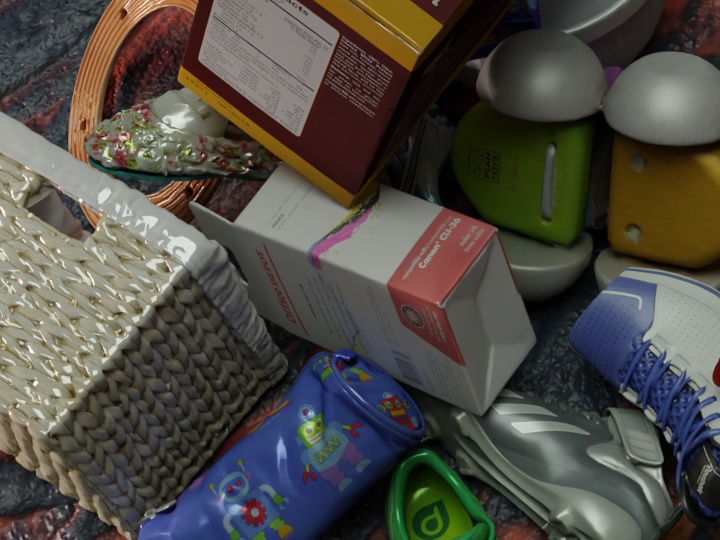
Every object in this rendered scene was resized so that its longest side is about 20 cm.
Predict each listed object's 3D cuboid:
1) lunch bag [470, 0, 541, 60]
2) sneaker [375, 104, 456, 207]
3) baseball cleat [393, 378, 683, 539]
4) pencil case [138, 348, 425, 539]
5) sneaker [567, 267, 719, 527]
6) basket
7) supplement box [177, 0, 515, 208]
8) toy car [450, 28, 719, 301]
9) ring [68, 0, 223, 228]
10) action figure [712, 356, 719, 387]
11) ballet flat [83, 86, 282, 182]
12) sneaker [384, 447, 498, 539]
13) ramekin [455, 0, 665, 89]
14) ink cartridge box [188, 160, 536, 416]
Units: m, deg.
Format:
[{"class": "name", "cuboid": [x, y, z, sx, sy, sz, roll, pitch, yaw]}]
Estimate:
[{"class": "lunch bag", "cuboid": [0.025, -0.204, 1.475, 0.198, 0.094, 0.151, -7, 61, -4]}, {"class": "sneaker", "cuboid": [0.029, -0.088, 1.536, 0.086, 0.078, 0.201, -7, 70, -1]}, {"class": "baseball cleat", "cuboid": [0.115, 0.104, 1.421, 0.106, 0.070, 0.200, -34, 63, -24]}, {"class": "pencil case", "cuboid": [-0.054, 0.133, 1.389, 0.200, 0.078, 0.087, -44, 86, 12]}, {"class": "sneaker", "cuboid": [0.207, 0.083, 1.352, 0.199, 0.081, 0.115, 34, 34, 14]}, {"class": "basket", "cuboid": [-0.183, 0.036, 1.436, 0.198, 0.200, 0.161, 30, 74, 25]}, {"class": "supplement box", "cuboid": [0.015, -0.182, 1.309, 0.132, 0.200, 0.198, 36, 66, 4]}, {"class": "toy car", "cuboid": [0.162, -0.071, 1.458, 0.199, 0.176, 0.150, 12, 31, 18]}, {"class": "ring", "cuboid": [-0.134, -0.114, 1.550, 0.200, 0.019, 0.202, -14, 71, 47]}, {"class": "action figure", "cuboid": [0.310, 0.042, 1.339, 0.199, 0.099, 0.065, -3, 50, -40]}, {"class": "ballet flat", "cuboid": [-0.076, -0.090, 1.431, 0.199, 0.064, 0.076, 3, 27, -28]}, {"class": "sneaker", "cuboid": [0.059, 0.195, 1.364, 0.074, 0.084, 0.201, -25, 61, -3]}, {"class": "ramekin", "cuboid": [0.118, -0.209, 1.555, 0.199, 0.105, 0.201, -5, 61, 9]}, {"class": "ink cartridge box", "cuboid": [0.000, 0.000, 1.399, 0.199, 0.117, 0.068, 22, 62, 32]}]
